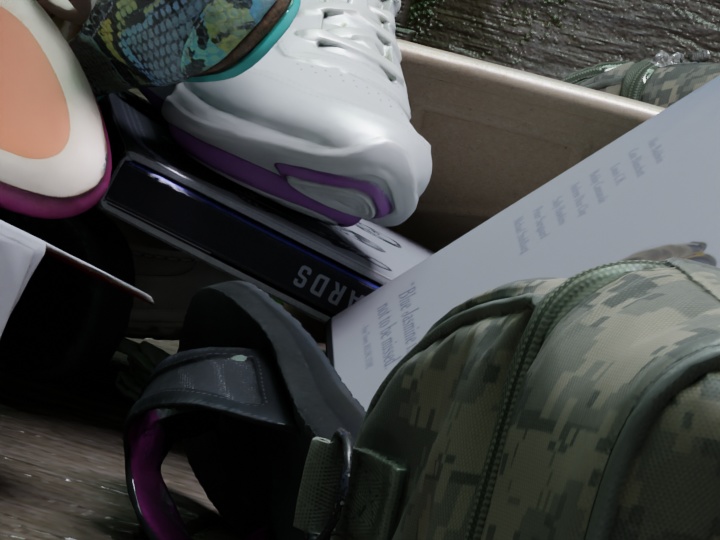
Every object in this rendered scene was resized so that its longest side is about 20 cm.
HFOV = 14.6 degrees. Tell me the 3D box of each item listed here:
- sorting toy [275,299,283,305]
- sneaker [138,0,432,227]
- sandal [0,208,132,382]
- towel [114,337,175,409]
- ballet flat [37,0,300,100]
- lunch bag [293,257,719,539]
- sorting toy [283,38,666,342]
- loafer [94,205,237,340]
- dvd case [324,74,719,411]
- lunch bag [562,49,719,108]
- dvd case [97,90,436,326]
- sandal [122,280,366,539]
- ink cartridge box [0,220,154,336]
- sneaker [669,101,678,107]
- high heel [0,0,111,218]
[{"bbox_3d":[-0.078,-0.015,1.185,0.200,0.037,0.185,13,7,-31],"label":"sorting toy"},{"bbox_3d":[-0.022,-0.078,0.915,0.075,0.100,0.200,26,8,-27],"label":"sneaker"},{"bbox_3d":[-0.146,-0.015,0.953,0.200,0.075,0.048,30,14,35],"label":"sandal"},{"bbox_3d":[0.033,0.058,0.942,0.200,0.023,0.153,8,10,-33],"label":"towel"},{"bbox_3d":[-0.086,-0.090,0.894,0.074,0.074,0.200,9,-10,-29],"label":"ballet flat"},{"bbox_3d":[0.099,0.073,0.530,0.200,0.140,0.168,12,9,-15],"label":"lunch bag"},{"bbox_3d":[0.077,-0.011,1.046,0.200,0.037,0.185,11,-35,-1],"label":"sorting toy"},{"bbox_3d":[-0.111,-0.018,0.999,0.200,0.070,0.070,13,1,37],"label":"loafer"},{"bbox_3d":[0.078,-0.006,0.788,0.018,0.200,0.143,55,10,-18],"label":"dvd case"},{"bbox_3d":[0.153,-0.022,1.258,0.168,0.140,0.200,-1,-4,43],"label":"lunch bag"},{"bbox_3d":[0.000,0.000,0.946,0.200,0.025,0.150,28,7,-13],"label":"dvd case"},{"bbox_3d":[-0.031,0.051,0.732,0.048,0.075,0.200,-8,14,-16],"label":"sandal"},{"bbox_3d":[-0.185,-0.011,0.788,0.176,0.084,0.200,27,-2,-40],"label":"ink cartridge box"},{"bbox_3d":[0.127,-0.021,0.866,0.087,0.075,0.200,-21,3,-32],"label":"sneaker"},{"bbox_3d":[-0.144,-0.055,0.888,0.067,0.096,0.200,-31,55,-25],"label":"high heel"}]
